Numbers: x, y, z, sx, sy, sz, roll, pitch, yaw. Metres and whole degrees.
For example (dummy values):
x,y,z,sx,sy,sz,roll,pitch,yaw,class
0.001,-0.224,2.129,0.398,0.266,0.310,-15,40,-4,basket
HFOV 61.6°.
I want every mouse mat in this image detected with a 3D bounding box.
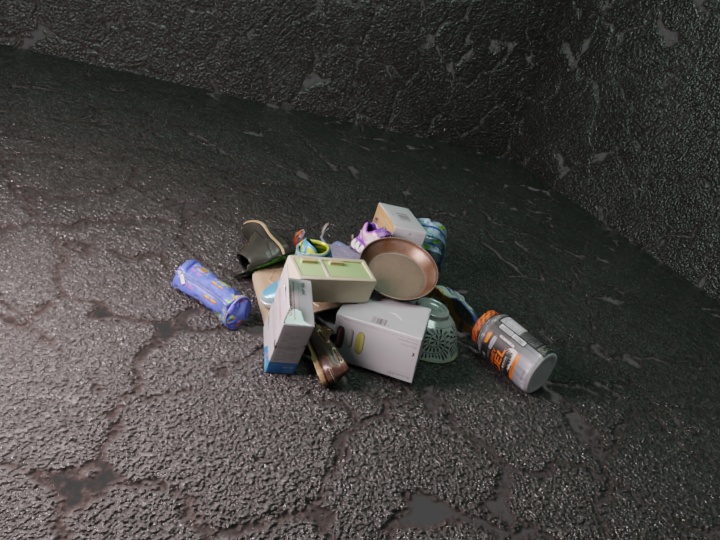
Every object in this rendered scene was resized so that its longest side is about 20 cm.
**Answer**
x,y,z,sx,sy,sz,roll,pitch,yaw,class
-0.204,-0.022,1.499,0.196,0.008,0.159,-20,-2,38,mouse mat

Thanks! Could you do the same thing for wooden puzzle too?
x,y,z,sx,sy,sz,roll,pitch,yaw,class
-0.148,0.049,1.433,0.194,0.047,0.187,-18,44,-9,wooden puzzle

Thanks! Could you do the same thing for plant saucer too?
x,y,z,sx,sy,sz,roll,pitch,yaw,class
0.089,0.003,1.443,0.193,0.037,0.205,6,47,-6,plant saucer

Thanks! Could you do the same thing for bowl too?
x,y,z,sx,sy,sz,roll,pitch,yaw,class
0.168,0.132,1.513,0.194,0.097,0.202,15,26,-8,bowl

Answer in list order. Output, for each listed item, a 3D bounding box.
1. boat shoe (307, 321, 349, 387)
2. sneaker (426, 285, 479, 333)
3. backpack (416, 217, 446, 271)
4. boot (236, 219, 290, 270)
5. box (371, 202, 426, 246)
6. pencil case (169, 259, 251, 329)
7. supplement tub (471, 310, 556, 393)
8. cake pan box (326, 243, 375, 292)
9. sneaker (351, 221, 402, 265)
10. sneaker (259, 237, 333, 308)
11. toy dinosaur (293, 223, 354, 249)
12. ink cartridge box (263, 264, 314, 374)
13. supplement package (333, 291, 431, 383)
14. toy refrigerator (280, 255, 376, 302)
x,y,z,sx,sy,sz,roll,pitch,yaw,class
-0.080,0.158,1.288,0.069,0.071,0.202,-27,47,-3,boat shoe
0.274,0.098,1.680,0.086,0.077,0.200,-2,33,-38,sneaker
0.188,-0.066,1.803,0.158,0.203,0.156,19,44,1,backpack
-0.298,-0.070,1.624,0.136,0.080,0.197,-22,37,-38,boot
0.087,-0.061,1.714,0.103,0.205,0.153,8,26,-23,box
-0.333,0.049,1.338,0.197,0.080,0.087,31,-2,24,pencil case
0.376,0.195,1.500,0.120,0.126,0.199,-5,33,-41,supplement tub
0.000,0.000,1.537,0.195,0.054,0.184,12,22,-31,cake pan box
0.058,-0.060,1.554,0.079,0.091,0.199,7,25,-48,sneaker
-0.146,-0.003,1.357,0.195,0.133,0.080,-25,46,-15,sneaker
-0.103,-0.062,1.728,0.175,0.107,0.203,-5,41,-2,toy dinosaur
-0.140,0.100,1.201,0.065,0.203,0.118,8,45,-19,ink cartridge box
0.048,0.141,1.365,0.194,0.114,0.156,15,24,10,supplement package
-0.067,0.018,1.312,0.195,0.071,0.077,3,38,-33,toy refrigerator
